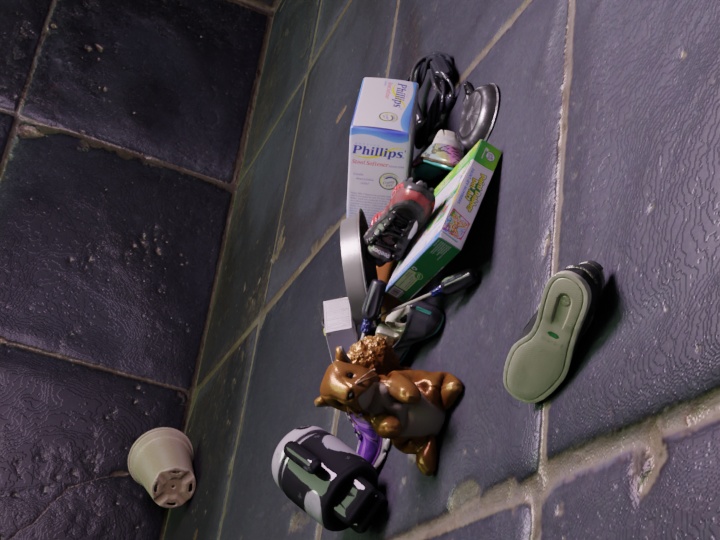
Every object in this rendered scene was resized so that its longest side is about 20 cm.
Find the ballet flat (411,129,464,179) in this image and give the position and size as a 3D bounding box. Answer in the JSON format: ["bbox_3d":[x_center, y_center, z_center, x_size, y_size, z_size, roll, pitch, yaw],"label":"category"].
[{"bbox_3d":[0.133,-0.194,1.819,0.200,0.068,0.072,-176,105,-79],"label":"ballet flat"}]

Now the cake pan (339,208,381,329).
[{"bbox_3d":[0.000,0.000,1.811,0.200,0.036,0.203,-8,-90,-83],"label":"cake pan"}]

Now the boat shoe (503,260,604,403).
[{"bbox_3d":[0.226,0.075,1.272,0.068,0.071,0.201,-36,-27,-49],"label":"boat shoe"}]

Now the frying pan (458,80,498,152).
[{"bbox_3d":[0.189,-0.277,1.786,0.115,0.031,0.192,126,152,-48],"label":"frying pan"}]

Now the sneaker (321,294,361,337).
[{"bbox_3d":[-0.032,0.106,1.983,0.201,0.084,0.075,100,167,-47],"label":"sneaker"}]

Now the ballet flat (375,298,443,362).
[{"bbox_3d":[0.064,0.096,1.753,0.200,0.072,0.074,133,149,-58],"label":"ballet flat"}]

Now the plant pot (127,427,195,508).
[{"bbox_3d":[-0.564,0.590,3.211,0.183,0.199,0.202,40,113,60],"label":"plant pot"}]

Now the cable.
[{"bbox_3d":[0.124,-0.315,2.015,0.201,0.050,0.164,-109,33,-57],"label":"cable"}]

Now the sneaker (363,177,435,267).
[{"bbox_3d":[0.056,-0.067,1.685,0.098,0.070,0.201,-63,6,-29],"label":"sneaker"}]

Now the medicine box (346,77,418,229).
[{"bbox_3d":[0.038,-0.201,1.897,0.183,0.102,0.202,-79,-7,-54],"label":"medicine box"}]

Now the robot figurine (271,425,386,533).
[{"bbox_3d":[-0.051,0.327,1.735,0.199,0.124,0.152,30,129,40],"label":"robot figurine"}]

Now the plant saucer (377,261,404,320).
[{"bbox_3d":[0.058,-0.003,1.932,0.200,0.037,0.202,-163,90,-75],"label":"plant saucer"}]

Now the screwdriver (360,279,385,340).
[{"bbox_3d":[0.002,0.111,1.689,0.029,0.028,0.202,-58,-16,-85],"label":"screwdriver"}]

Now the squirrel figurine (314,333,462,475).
[{"bbox_3d":[0.024,0.177,1.593,0.200,0.185,0.143,-123,52,-70],"label":"squirrel figurine"}]

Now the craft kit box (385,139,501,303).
[{"bbox_3d":[0.125,-0.073,1.676,0.200,0.048,0.199,-47,17,58],"label":"craft kit box"}]

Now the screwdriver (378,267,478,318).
[{"bbox_3d":[0.097,0.043,1.648,0.199,0.028,0.029,-31,71,35],"label":"screwdriver"}]

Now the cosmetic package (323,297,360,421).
[{"bbox_3d":[-0.018,0.150,1.842,0.083,0.050,0.201,-93,-8,-53],"label":"cosmetic package"}]

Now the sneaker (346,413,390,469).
[{"bbox_3d":[0.003,0.226,1.767,0.081,0.082,0.202,-142,53,-70],"label":"sneaker"}]
